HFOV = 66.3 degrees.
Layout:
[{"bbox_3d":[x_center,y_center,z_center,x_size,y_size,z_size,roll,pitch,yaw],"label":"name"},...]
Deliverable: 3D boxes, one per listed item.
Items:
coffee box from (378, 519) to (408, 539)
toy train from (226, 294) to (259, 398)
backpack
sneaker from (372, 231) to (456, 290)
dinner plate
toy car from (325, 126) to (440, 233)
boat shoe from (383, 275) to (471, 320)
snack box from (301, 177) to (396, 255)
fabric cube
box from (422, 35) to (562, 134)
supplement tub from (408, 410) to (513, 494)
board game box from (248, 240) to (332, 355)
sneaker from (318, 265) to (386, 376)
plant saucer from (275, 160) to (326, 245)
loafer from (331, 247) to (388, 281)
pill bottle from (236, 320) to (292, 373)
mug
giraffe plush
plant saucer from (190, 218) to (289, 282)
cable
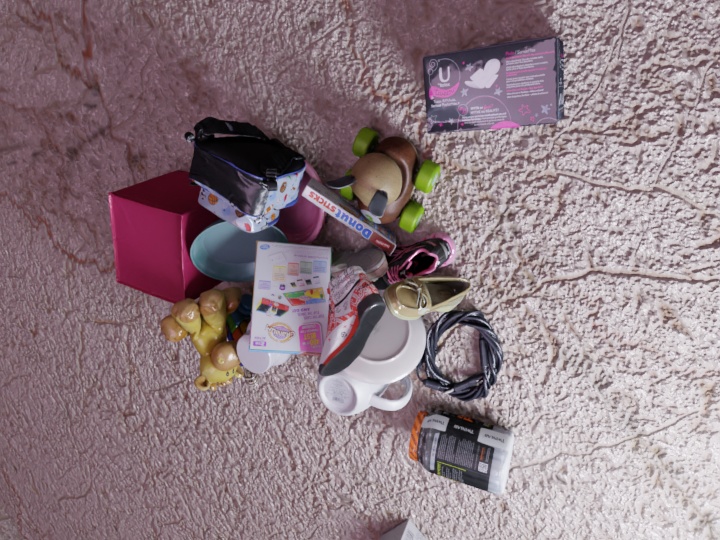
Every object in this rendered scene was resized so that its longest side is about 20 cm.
[{"bbox_3d":[0.133,0.712,1.305,0.201,0.080,0.113,49,121,1],"label":"coffee box"},{"bbox_3d":[-0.239,0.162,1.221,0.117,0.083,0.203,-54,56,37],"label":"toy train"},{"bbox_3d":[-0.191,-0.168,0.991,0.197,0.190,0.157,33,125,15],"label":"backpack"},{"bbox_3d":[0.082,-0.007,1.037,0.196,0.095,0.081,-25,100,33],"label":"sneaker"},{"bbox_3d":[0.031,0.116,1.059,0.195,0.203,0.025,25,151,14],"label":"dinner plate"},{"bbox_3d":[0.024,-0.139,0.949,0.161,0.200,0.162,28,120,12],"label":"toy car"},{"bbox_3d":[0.121,0.041,0.980,0.063,0.196,0.075,-40,60,38],"label":"boat shoe"},{"bbox_3d":[-0.018,-0.102,1.029,0.197,0.072,0.025,34,108,-9],"label":"snack box"},{"bbox_3d":[-0.386,-0.077,1.174,0.190,0.199,0.207,17,117,19],"label":"fabric cube"},{"bbox_3d":[0.207,-0.282,0.845,0.193,0.132,0.119,2,108,24],"label":"box"},{"bbox_3d":[0.201,0.358,1.107,0.193,0.122,0.127,11,115,21],"label":"supplement tub"},{"bbox_3d":[-0.132,0.053,1.048,0.147,0.040,0.208,5,78,-10],"label":"board game box"},{"bbox_3d":[-0.033,0.088,0.992,0.204,0.066,0.109,-58,49,32],"label":"sneaker"},{"bbox_3d":[-0.150,-0.144,1.120,0.194,0.051,0.208,9,113,22],"label":"plant saucer"},{"bbox_3d":[0.000,0.000,1.067,0.064,0.072,0.198,55,156,-21],"label":"loafer"},{"bbox_3d":[-0.170,0.126,1.148,0.108,0.200,0.115,9,114,21],"label":"pill bottle"},{"bbox_3d":[0.012,0.212,1.109,0.195,0.175,0.152,22,119,15],"label":"mug"},{"bbox_3d":[-0.302,0.152,1.124,0.166,0.168,0.200,63,150,14],"label":"giraffe plush"},{"bbox_3d":[-0.238,-0.049,1.095,0.198,0.197,0.037,-36,51,31],"label":"plant saucer"},{"bbox_3d":[0.198,0.168,1.076,0.160,0.051,0.205,28,119,13],"label":"cable"}]
